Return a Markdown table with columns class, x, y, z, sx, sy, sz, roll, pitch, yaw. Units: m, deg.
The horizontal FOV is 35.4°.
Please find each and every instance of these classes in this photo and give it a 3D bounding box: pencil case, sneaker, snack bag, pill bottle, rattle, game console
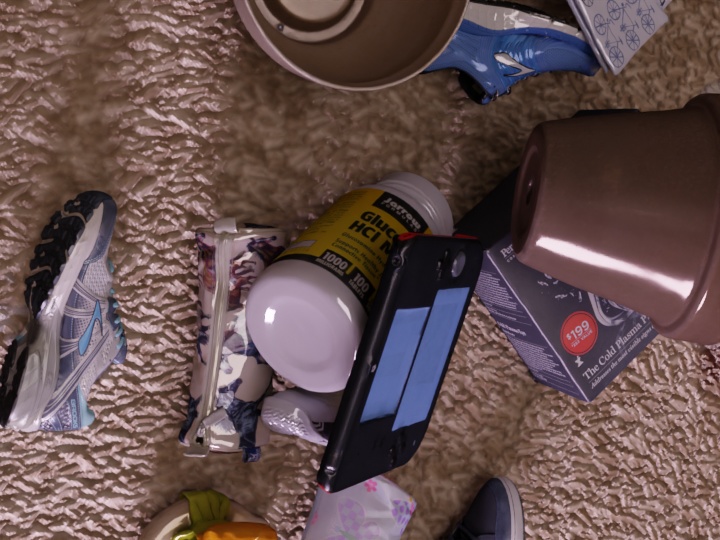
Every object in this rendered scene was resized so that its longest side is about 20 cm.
| class | x | y | z | sx | sy | sz | roll | pitch | yaw |
| --- | --- | --- | --- | --- | --- | --- | --- | --- | --- |
| pencil case | -0.107 | 0.055 | 0.946 | 0.076 | 0.089 | 0.204 | 6 | 96 | 8 |
| sneaker | -0.228 | 0.035 | 0.915 | 0.085 | 0.077 | 0.203 | 16 | 98 | -34 |
| sneaker | -0.009 | 0.091 | 0.974 | 0.199 | 0.074 | 0.117 | 16 | 83 | -54 |
| snack bag | 0.234 | -0.305 | 1.032 | 0.200 | 0.021 | 0.190 | -44 | 110 | -35 |
| pencil case | -0.028 | 0.268 | 0.994 | 0.090 | 0.083 | 0.202 | 24 | 75 | 14 |
| sneaker | 0.066 | 0.283 | 1.052 | 0.144 | 0.077 | 0.206 | 17 | 92 | -25 |
| sneaker | 0.129 | -0.197 | 1.026 | 0.196 | 0.079 | 0.091 | 5 | 110 | -20 |
| pill bottle | 0.000 | 0.000 | 0.932 | 0.200 | 0.111 | 0.114 | -48 | 116 | -47 |
| rattle | -0.135 | 0.297 | 0.945 | 0.130 | 0.142 | 0.202 | 39 | 75 | -40 |
| game console | 0.036 | 0.068 | 0.885 | 0.031 | 0.176 | 0.203 | 20 | 99 | 19 |

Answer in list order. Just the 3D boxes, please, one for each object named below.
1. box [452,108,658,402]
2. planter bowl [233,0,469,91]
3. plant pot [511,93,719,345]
| class | x | y | z | sx | sy | sz | roll | pitch | yaw |
| --- | --- | --- | --- | --- | --- | --- | --- | --- | --- |
| box | 0.210 | -0.018 | 1.056 | 0.200 | 0.104 | 0.183 | -42 | 108 | -12 |
| planter bowl | -0.023 | -0.247 | 0.917 | 0.197 | 0.134 | 0.204 | -3 | 97 | -21 |
| plant pot | 0.218 | -0.053 | 0.914 | 0.171 | 0.200 | 0.204 | 9 | 94 | -4 |
